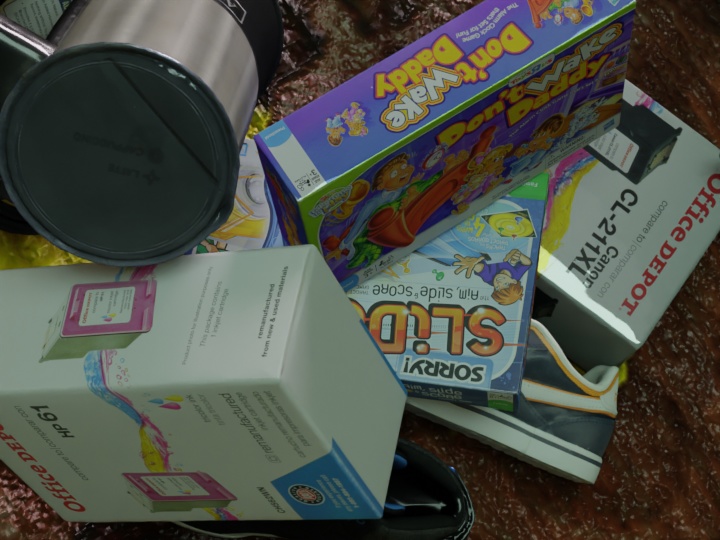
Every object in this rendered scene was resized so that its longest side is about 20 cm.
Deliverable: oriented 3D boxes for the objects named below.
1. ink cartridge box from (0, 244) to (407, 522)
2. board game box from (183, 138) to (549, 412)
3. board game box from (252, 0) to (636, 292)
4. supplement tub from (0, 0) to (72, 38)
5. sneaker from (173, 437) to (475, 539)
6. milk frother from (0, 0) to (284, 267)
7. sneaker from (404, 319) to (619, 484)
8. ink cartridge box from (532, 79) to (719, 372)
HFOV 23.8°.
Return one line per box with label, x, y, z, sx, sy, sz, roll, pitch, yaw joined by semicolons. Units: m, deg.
ink cartridge box;-0.096;0.065;0.896;0.199;0.145;0.085;-3;54;24
board game box;0.000;0.000;0.969;0.199;0.034;0.136;6;68;8
board game box;0.047;-0.074;0.903;0.200;0.135;0.045;-31;68;-8
supplement tub;-0.186;-0.207;1.022;0.200;0.145;0.145;-33;81;-18
sneaker;-0.031;0.114;0.967;0.199;0.112;0.073;11;71;-7
milk frother;-0.146;-0.066;0.904;0.180;0.200;0.188;14;27;-1
sneaker;0.061;0.056;1.019;0.200;0.078;0.080;23;84;-12
ink cartridge box;0.120;-0.053;1.063;0.200;0.083;0.146;36;70;2
